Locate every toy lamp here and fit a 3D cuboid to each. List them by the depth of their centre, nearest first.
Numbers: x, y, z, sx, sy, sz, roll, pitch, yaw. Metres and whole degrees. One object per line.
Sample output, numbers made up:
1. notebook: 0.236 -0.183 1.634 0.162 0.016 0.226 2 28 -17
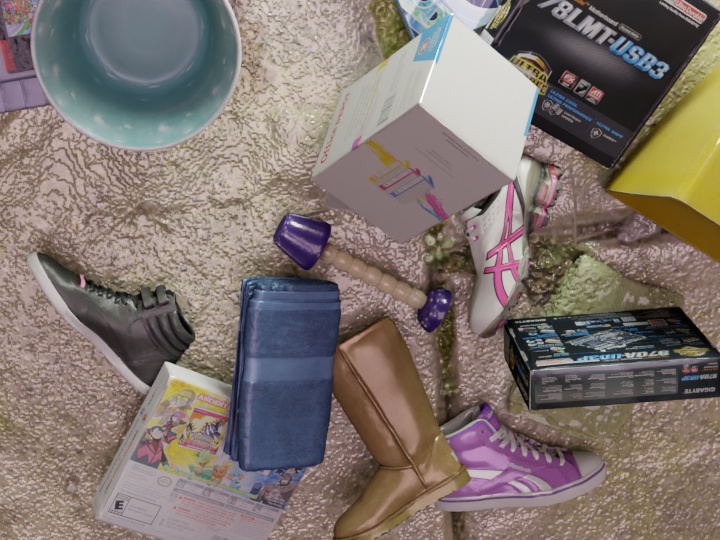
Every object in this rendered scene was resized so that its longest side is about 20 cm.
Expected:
1. toy lamp: 0.000 0.000 1.450 0.200 0.058 0.058 30 101 -14

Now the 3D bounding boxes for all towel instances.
1. towel: -0.080 0.108 1.422 0.111 0.049 0.201 2 97 -26
2. towel: 0.260 0.092 1.510 0.148 0.036 0.201 22 103 -10

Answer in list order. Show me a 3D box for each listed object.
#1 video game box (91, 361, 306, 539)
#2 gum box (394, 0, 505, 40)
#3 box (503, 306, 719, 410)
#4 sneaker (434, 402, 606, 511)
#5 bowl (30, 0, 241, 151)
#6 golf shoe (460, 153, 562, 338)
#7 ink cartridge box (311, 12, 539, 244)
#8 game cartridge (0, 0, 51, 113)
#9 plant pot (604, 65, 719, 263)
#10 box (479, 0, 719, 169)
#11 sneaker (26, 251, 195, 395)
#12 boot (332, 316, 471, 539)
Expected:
1. video game box: -0.164 0.213 1.472 0.200 0.047 0.183 24 104 -28
2. gum box: 0.115 -0.339 1.371 0.199 0.045 0.170 -24 107 2
3. box: 0.258 0.089 1.408 0.199 0.159 0.046 -4 107 -3
4. sneaker: 0.175 0.202 1.513 0.200 0.073 0.115 -7 104 -4
5. bowl: -0.215 -0.229 1.331 0.200 0.105 0.202 -1 114 -3
6. golf shoe: 0.144 -0.029 1.450 0.092 0.073 0.201 18 93 -4
7. ink cartridge box: 0.055 -0.131 1.342 0.125 0.129 0.200 35 142 -22
8. game cartridge: -0.372 -0.257 1.354 0.129 0.038 0.201 -9 106 1
9. plant pot: 0.408 -0.105 1.398 0.200 0.200 0.177 30 90 -12
10. box: 0.233 -0.233 1.382 0.200 0.050 0.199 27 110 -23
11. sneaker: -0.255 0.032 1.428 0.099 0.071 0.200 -40 111 4
12. boot: 0.004 0.178 1.473 0.175 0.066 0.200 -30 91 -7
